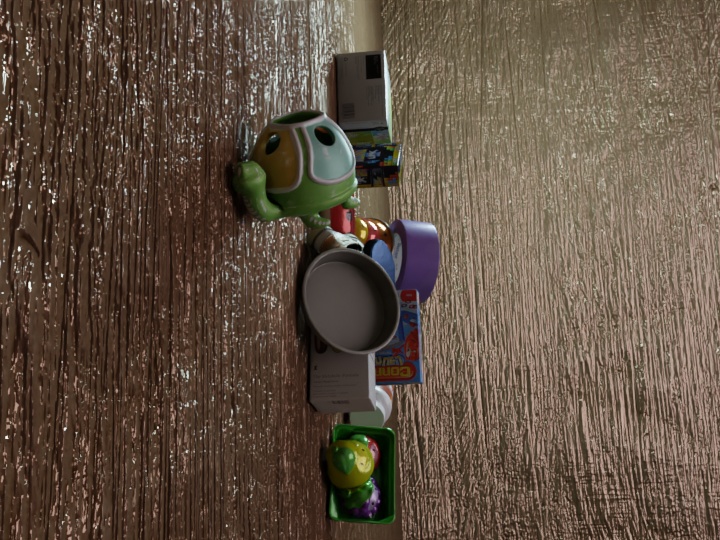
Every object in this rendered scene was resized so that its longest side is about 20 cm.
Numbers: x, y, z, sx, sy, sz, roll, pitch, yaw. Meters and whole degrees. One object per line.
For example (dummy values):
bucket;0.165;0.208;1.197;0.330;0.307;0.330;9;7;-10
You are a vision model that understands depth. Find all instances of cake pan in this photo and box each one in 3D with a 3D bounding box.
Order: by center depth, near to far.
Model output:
cake pan;-0.021;0.058;1.229;0.037;0.200;0.201;-35;-132;52

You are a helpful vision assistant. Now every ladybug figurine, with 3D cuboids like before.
ladybug figurine;-0.050;-0.118;1.443;0.136;0.072;0.200;62;26;-75

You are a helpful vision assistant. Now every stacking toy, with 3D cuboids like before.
stacking toy;-0.016;-0.079;1.604;0.200;0.146;0.146;31;55;-63

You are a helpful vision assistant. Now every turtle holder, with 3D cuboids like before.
turtle holder;-0.093;-0.135;0.907;0.141;0.185;0.132;38;-40;54

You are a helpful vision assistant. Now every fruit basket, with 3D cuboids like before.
fruit basket;-0.002;0.405;1.391;0.216;0.155;0.216;-173;-90;-82

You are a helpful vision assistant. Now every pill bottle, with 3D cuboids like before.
pill bottle;0.025;0.324;1.720;0.200;0.112;0.112;-73;159;-72

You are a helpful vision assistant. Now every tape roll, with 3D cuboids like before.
tape roll;0.117;-0.022;1.673;0.200;0.085;0.200;-174;-90;-73

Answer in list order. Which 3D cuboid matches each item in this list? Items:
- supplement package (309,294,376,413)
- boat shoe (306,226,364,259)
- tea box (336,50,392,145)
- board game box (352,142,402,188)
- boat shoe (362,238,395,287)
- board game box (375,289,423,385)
supplement package;-0.033;0.159;1.295;0.110;0.114;0.200;73;14;-65
boat shoe;-0.032;-0.033;1.350;0.075;0.068;0.200;-55;155;9
tea box;0.014;-0.465;1.878;0.197;0.133;0.200;53;35;-77
board game box;0.017;-0.258;1.667;0.200;0.165;0.057;-79;166;-64
boat shoe;0.025;0.027;1.354;0.084;0.069;0.200;-33;129;-37
board game box;0.029;0.145;1.455;0.056;0.200;0.196;58;29;-75
